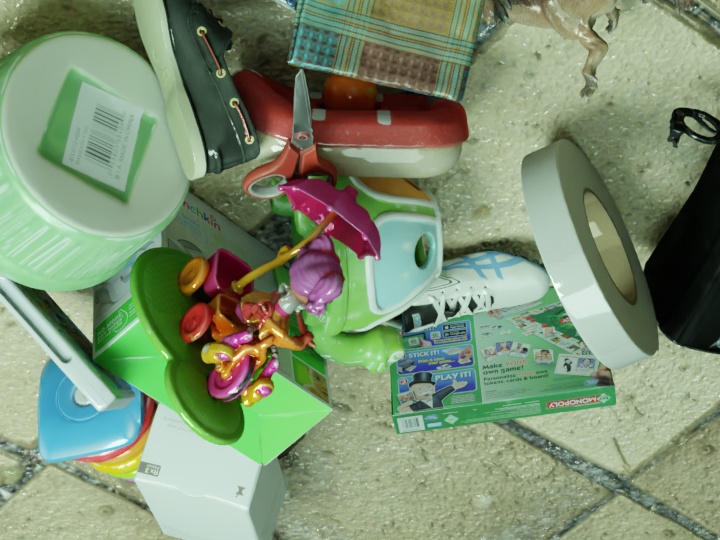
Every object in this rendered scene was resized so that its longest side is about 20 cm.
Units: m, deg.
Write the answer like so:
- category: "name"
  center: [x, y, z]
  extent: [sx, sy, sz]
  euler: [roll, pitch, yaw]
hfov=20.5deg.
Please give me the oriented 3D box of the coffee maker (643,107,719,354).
- category: "coffee maker"
  center: [0.324, -0.039, 1.740]
  extent: [0.192, 0.135, 0.200]
  euler: [26, 129, 1]

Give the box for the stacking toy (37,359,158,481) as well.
- category: "stacking toy"
  center: [-0.221, 0.164, 1.922]
  extent: [0.110, 0.116, 0.200]
  euler: [-14, 144, 14]

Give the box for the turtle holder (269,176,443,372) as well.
- category: "turtle holder"
  center: [0.002, -0.004, 1.709]
  extent: [0.131, 0.186, 0.141]
  euler: [-8, 177, -15]

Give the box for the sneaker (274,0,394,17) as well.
- category: "sneaker"
  center: [-0.063, -0.241, 1.550]
  extent: [0.200, 0.077, 0.076]
  euler: [38, 100, -9]

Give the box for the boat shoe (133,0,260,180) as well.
- category: "boat shoe"
  center: [-0.133, -0.174, 1.568]
  extent: [0.063, 0.202, 0.074]
  euler: [-18, 179, -17]

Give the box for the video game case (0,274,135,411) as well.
- category: "video game case"
  center: [-0.265, 0.046, 1.698]
  extent: [0.022, 0.200, 0.182]
  euler: [-42, 89, -4]

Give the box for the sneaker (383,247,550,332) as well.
- category: "sneaker"
  center: [0.073, 0.024, 1.807]
  extent: [0.200, 0.073, 0.072]
  euler: [-4, 143, 3]

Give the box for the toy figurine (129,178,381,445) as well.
- category: "toy figurine"
  center: [-0.066, 0.012, 1.564]
  extent: [0.184, 0.200, 0.150]
  euler: [-38, 125, 26]

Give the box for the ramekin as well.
- category: "ramekin"
  center: [-0.230, -0.092, 1.584]
  extent: [0.200, 0.200, 0.098]
  euler: [29, 148, -26]

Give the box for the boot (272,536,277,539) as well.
- category: "boot"
  center: [-0.108, 0.348, 2.105]
  extent: [0.090, 0.073, 0.200]
  euler: [-21, 132, 9]

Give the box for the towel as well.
- category: "towel"
  center: [0.031, -0.240, 1.510]
  extent: [0.146, 0.022, 0.200]
  euler: [11, 92, -13]

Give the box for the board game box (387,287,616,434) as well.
- category: "board game box"
  center: [0.126, 0.078, 1.820]
  extent: [0.200, 0.135, 0.029]
  euler: [-8, 133, 5]

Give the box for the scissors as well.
- category: "scissors"
  center: [-0.039, -0.100, 1.534]
  extent: [0.073, 0.014, 0.200]
  euler: [7, 151, -14]

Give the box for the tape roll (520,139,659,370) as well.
- category: "tape roll"
  center: [0.196, -0.013, 1.692]
  extent: [0.037, 0.203, 0.203]
  euler: [-24, 130, 18]

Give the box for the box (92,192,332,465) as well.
- category: "box"
  center: [-0.132, 0.043, 1.745]
  extent: [0.097, 0.177, 0.200]
  euler: [-39, 123, 24]

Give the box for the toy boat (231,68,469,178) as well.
- category: "toy boat"
  center: [-0.011, -0.148, 1.630]
  extent: [0.200, 0.131, 0.131]
  euler: [1, 103, -4]

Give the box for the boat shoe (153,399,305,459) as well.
- category: "boat shoe"
  center: [-0.124, 0.118, 1.893]
  extent: [0.075, 0.075, 0.202]
  euler: [-27, 141, 22]

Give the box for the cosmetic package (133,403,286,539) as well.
- category: "cosmetic package"
  center: [-0.137, 0.200, 1.867]
  extent: [0.113, 0.081, 0.200]
  euler: [14, 159, 6]

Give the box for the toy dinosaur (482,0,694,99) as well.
- category: "toy dinosaur"
  center: [0.175, -0.232, 1.569]
  extent: [0.200, 0.086, 0.136]
  euler: [-39, 117, 22]
